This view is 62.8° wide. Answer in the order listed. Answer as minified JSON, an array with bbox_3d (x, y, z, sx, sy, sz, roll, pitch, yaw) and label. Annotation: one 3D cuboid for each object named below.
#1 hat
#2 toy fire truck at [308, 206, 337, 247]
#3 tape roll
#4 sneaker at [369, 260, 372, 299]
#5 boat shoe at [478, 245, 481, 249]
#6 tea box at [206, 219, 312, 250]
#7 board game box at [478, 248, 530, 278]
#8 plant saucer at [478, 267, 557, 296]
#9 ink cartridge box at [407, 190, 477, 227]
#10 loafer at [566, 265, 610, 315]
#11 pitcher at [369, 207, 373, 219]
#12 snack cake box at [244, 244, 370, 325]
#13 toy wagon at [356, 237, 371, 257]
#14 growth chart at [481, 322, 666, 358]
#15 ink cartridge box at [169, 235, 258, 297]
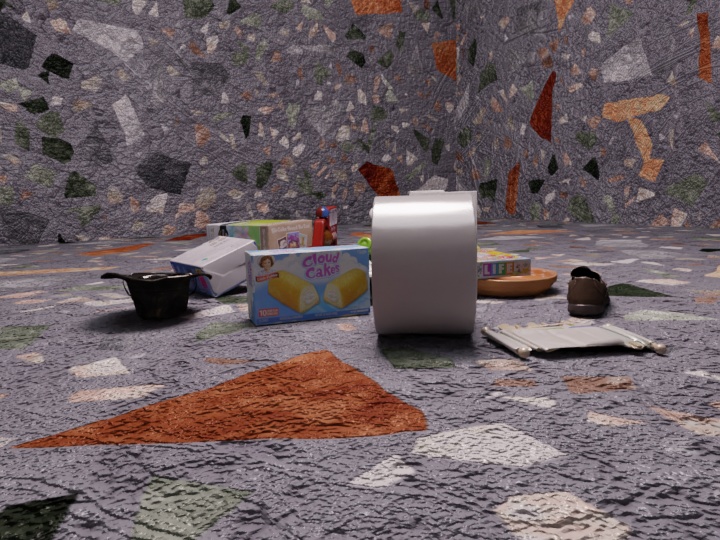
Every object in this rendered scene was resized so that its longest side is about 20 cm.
[{"bbox_3d":[-0.348,0.043,1.013,0.200,0.081,0.201,2,0,0],"label":"hat"},{"bbox_3d":[-0.089,-0.075,1.461,0.112,0.168,0.200,0,8,10],"label":"toy fire truck"},{"bbox_3d":[0.091,-0.008,0.852,0.139,0.203,0.203,-1,8,7],"label":"tape roll"},{"bbox_3d":[0.066,0.028,1.110,0.200,0.074,0.089,0,34,-15],"label":"sneaker"},{"bbox_3d":[0.210,-0.028,1.463,0.200,0.073,0.063,3,38,-8],"label":"boat shoe"},{"bbox_3d":[-0.254,-0.061,1.523,0.196,0.134,0.200,2,9,28],"label":"tea box"},{"bbox_3d":[0.237,-0.015,1.204,0.134,0.034,0.200,-4,8,-14],"label":"board game box"},{"bbox_3d":[0.292,0.021,1.190,0.200,0.038,0.200,-1,8,0],"label":"plant saucer"},{"bbox_3d":[0.210,-0.106,1.517,0.173,0.200,0.044,-2,7,-5],"label":"ink cartridge box"},{"bbox_3d":[0.394,0.026,1.016,0.073,0.071,0.200,1,9,18],"label":"loafer"},{"bbox_3d":[0.117,-0.071,1.355,0.200,0.121,0.172,20,29,-31],"label":"pitcher"},{"bbox_3d":[-0.087,0.020,0.988,0.200,0.115,0.067,-5,9,-20],"label":"snack cake box"},{"bbox_3d":[0.000,0.000,1.193,0.200,0.040,0.155,-28,-29,23],"label":"toy wagon"},{"bbox_3d":[0.274,0.089,0.788,0.200,0.018,0.145,-2,8,-3],"label":"growth chart"},{"bbox_3d":[-0.319,-0.014,1.285,0.136,0.076,0.200,-31,26,-33],"label":"ink cartridge box"}]
